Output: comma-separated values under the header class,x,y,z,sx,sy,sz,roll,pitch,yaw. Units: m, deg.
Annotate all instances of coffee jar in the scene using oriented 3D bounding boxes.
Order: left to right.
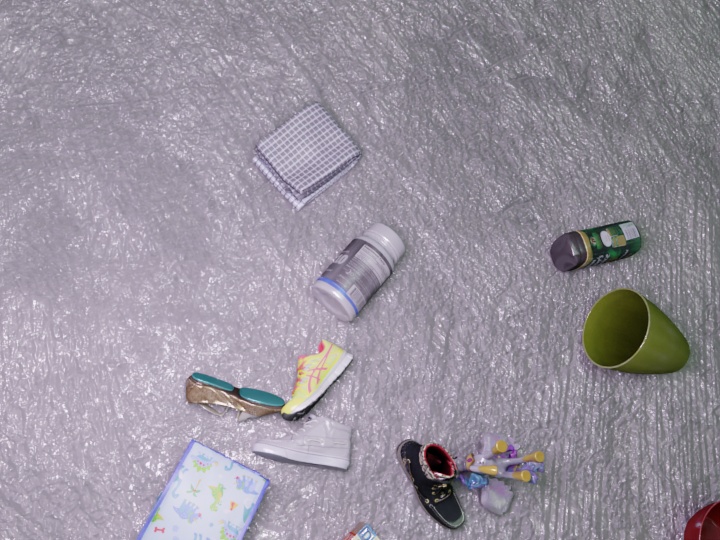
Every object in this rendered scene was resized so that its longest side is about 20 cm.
class,x,y,z,sx,sy,sz,roll,pitch,yaw
coffee jar,0.557,-0.057,1.583,0.198,0.104,0.086,-11,75,-17

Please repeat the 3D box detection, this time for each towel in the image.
class,x,y,z,sx,sy,sz,roll,pitch,yaw
towel,-0.118,-0.257,1.467,0.200,0.086,0.166,-40,87,-21

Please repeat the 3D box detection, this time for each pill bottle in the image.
class,x,y,z,sx,sy,sz,roll,pitch,yaw
pill bottle,0.000,0.000,1.411,0.114,0.114,0.200,42,68,-1

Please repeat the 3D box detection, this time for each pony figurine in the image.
class,x,y,z,sx,sy,sz,roll,pitch,yaw
pony figurine,0.273,0.398,1.352,0.192,0.200,0.168,20,63,-25

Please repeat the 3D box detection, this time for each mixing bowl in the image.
class,x,y,z,sx,sy,sz,roll,pitch,yaw
mixing bowl,0.790,0.600,1.459,0.198,0.108,0.202,4,75,-14

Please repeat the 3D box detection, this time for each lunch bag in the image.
class,x,y,z,sx,sy,sz,roll,pitch,yaw
lunch bag,-0.283,0.434,1.206,0.169,0.127,0.201,29,79,-5

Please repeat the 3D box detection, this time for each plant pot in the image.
class,x,y,z,sx,sy,sz,roll,pitch,yaw
plant pot,0.648,0.161,1.523,0.199,0.187,0.189,22,69,-24

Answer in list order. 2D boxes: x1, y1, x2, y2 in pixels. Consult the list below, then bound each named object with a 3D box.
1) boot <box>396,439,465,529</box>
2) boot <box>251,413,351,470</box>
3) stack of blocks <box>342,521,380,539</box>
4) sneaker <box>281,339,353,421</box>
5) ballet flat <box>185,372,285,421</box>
class,x,y,z,sx,sy,sz,roll,pitch,yaw
boot,0.156,0.425,1.312,0.073,0.154,0.204,-31,84,-21
boot,-0.112,0.333,1.318,0.199,0.074,0.096,15,64,-19
stack of blocks,0.030,0.603,1.278,0.115,0.059,0.200,-39,88,-21
sneaker,-0.104,0.218,1.341,0.090,0.078,0.200,41,51,5
ballet flat,-0.249,0.258,1.307,0.199,0.071,0.066,19,98,-7
